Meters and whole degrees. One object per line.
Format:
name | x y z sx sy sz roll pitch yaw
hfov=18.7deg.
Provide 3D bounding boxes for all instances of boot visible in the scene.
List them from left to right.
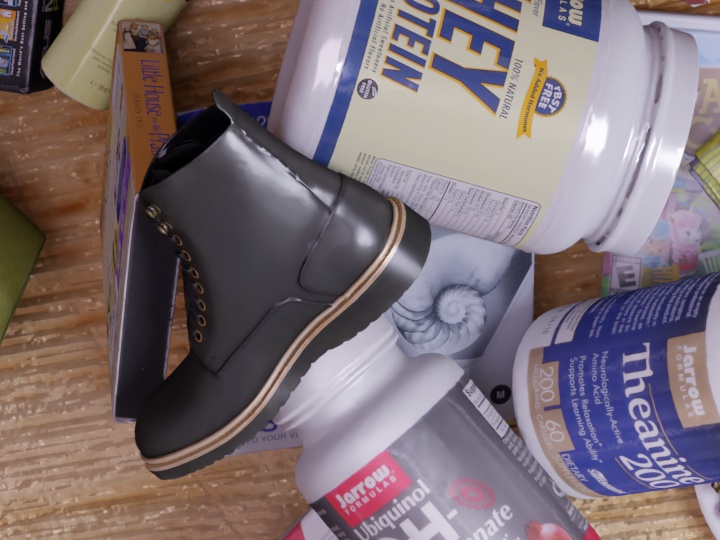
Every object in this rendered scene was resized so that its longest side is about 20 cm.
boot | -0.081 0.005 1.102 0.138 0.078 0.200 35 111 -27

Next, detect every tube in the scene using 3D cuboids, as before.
tube | -0.113 -0.185 1.277 0.052 0.058 0.200 37 107 -3

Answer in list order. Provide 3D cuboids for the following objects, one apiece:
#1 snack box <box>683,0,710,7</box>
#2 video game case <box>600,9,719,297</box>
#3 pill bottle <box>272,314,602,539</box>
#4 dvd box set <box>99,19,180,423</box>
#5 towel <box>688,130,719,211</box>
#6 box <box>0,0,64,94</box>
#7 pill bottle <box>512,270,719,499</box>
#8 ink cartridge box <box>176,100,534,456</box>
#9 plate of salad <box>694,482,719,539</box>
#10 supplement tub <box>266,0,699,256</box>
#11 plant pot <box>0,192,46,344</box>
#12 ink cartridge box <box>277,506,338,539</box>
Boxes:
snack box | 0.127 -0.231 1.190 0.200 0.024 0.072 35 81 -10
video game case | 0.240 -0.048 1.231 0.200 0.022 0.183 6 100 13
pill bottle | 0.035 0.115 1.176 0.111 0.111 0.200 -40 91 17
dvd box set | -0.124 -0.031 1.219 0.029 0.200 0.147 3 121 -11
towel | 0.292 -0.060 1.184 0.200 0.023 0.144 -38 82 10
box | -0.254 -0.217 1.316 0.160 0.044 0.200 11 101 12
pill bottle | 0.189 0.058 1.169 0.200 0.111 0.111 -14 96 41
ink cartridge box | 0.000 0.000 1.227 0.199 0.041 0.200 -7 113 -10
plate of salad | 0.284 0.111 1.222 0.200 0.048 0.201 5 110 13
supplement tub | 0.061 -0.091 1.138 0.200 0.145 0.145 15 103 -7
plant pot | -0.297 -0.018 1.302 0.200 0.187 0.187 24 104 -6
ink cartridge box | 0.042 0.210 1.290 0.200 0.086 0.148 45 106 2
